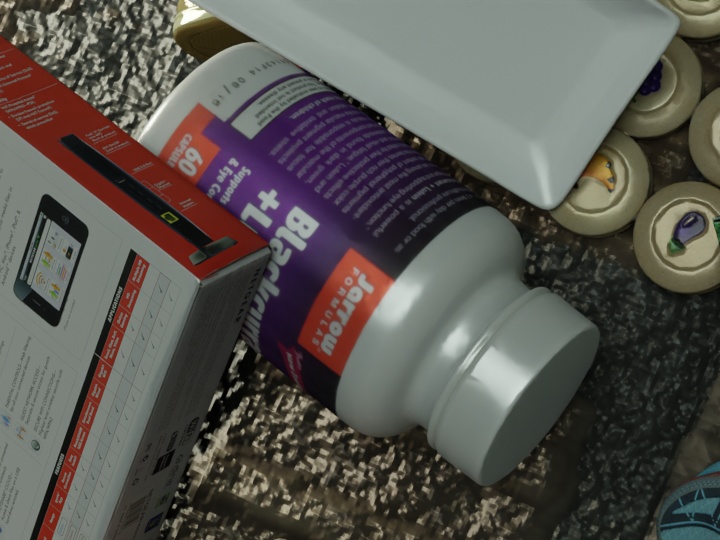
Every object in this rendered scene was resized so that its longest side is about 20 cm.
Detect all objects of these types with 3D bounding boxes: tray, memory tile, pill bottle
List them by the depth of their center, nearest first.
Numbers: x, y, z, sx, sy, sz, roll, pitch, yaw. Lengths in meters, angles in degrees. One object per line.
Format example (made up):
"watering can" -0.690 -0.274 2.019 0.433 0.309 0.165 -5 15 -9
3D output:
"tray" 0.027 -0.118 0.887 0.199 0.022 0.108 30 113 -8
"pill bottle" 0.000 0.000 0.889 0.199 0.111 0.112 37 90 19
"memory tile" 0.148 -0.072 0.914 0.199 0.017 0.154 29 88 19

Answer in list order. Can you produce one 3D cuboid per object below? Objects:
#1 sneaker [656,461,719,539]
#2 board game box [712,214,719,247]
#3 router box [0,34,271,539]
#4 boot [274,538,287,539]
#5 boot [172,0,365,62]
"sneaker" 0.165 0.133 0.786 0.095 0.080 0.200 -19 26 -24
"board game box" 0.247 0.006 0.825 0.198 0.023 0.106 -13 96 27
"router box" -0.146 0.022 0.902 0.179 0.049 0.201 38 126 19
"boot" -0.087 0.201 0.897 0.199 0.075 0.108 -32 69 -2
"boot" 0.000 -0.185 0.951 0.198 0.072 0.156 -16 71 16
